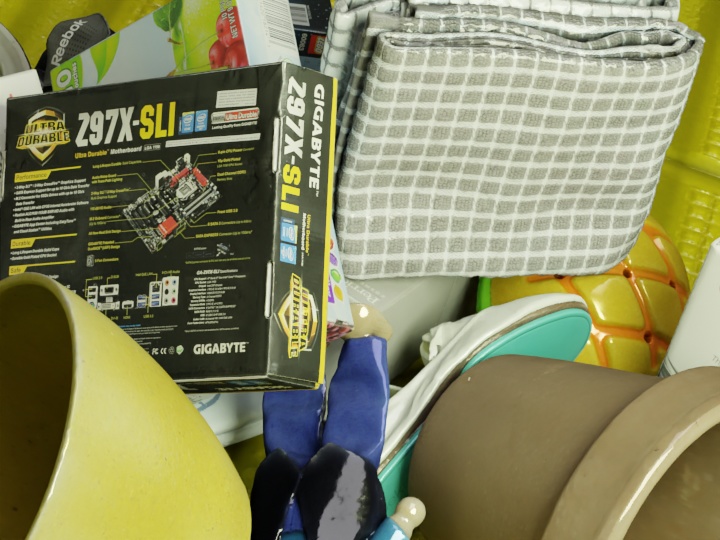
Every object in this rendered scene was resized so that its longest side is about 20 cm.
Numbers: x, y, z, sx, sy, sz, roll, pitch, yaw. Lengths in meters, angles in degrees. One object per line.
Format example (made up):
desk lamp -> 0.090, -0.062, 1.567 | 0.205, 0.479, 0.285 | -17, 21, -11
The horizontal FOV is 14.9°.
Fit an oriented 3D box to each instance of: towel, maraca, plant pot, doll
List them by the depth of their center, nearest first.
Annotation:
plant pot -> -0.138, 0.120, 1.346 | 0.141, 0.200, 0.201 | 25, 30, -31
doll -> -0.029, 0.120, 1.441 | 0.136, 0.048, 0.201 | -11, 58, 26
plant pot -> 0.122, 0.128, 1.447 | 0.199, 0.202, 0.174 | -19, 31, -39
towel -> 0.073, -0.075, 1.503 | 0.198, 0.166, 0.086 | -1, 45, -17
maraca -> 0.124, 0.038, 1.609 | 0.137, 0.107, 0.201 | 32, 57, -5

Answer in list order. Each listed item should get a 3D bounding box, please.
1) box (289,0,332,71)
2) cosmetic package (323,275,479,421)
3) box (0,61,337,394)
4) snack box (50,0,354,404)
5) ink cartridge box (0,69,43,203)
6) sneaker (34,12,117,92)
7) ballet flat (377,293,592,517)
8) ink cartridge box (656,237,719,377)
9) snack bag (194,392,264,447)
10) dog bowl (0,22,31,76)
box -> -0.057, -0.152, 1.743 | 0.037, 0.137, 0.201 | 5, 39, -13
cosmetic package -> 0.000, 0.000, 1.601 | 0.106, 0.091, 0.200 | 29, 28, 14
box -> -0.104, -0.017, 1.425 | 0.199, 0.161, 0.049 | -5, -13, 38
snack box -> -0.088, -0.040, 1.482 | 0.053, 0.142, 0.201 | 13, 59, -49
ink cartridge box -> -0.223, -0.038, 1.506 | 0.199, 0.067, 0.117 | -21, 96, -41
sneaker -> -0.141, -0.112, 1.611 | 0.090, 0.200, 0.067 | 43, 66, -17
ballet flat -> 0.040, 0.069, 1.520 | 0.200, 0.070, 0.069 | -42, 62, -19
ink cartridge box -> 0.238, 0.084, 1.513 | 0.146, 0.201, 0.086 | 37, 41, 23
snack bag -> -0.166, 0.046, 1.543 | 0.188, 0.022, 0.200 | -19, 49, -40
dog bowl -> -0.296, -0.096, 1.626 | 0.199, 0.074, 0.201 | 12, 36, -9
